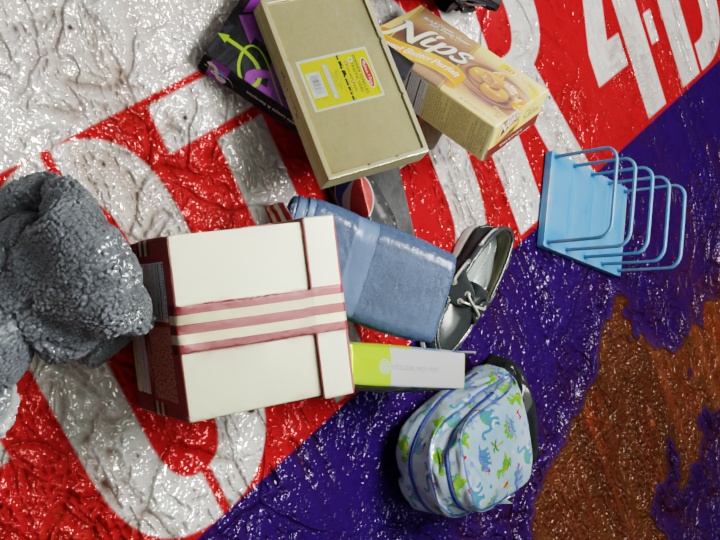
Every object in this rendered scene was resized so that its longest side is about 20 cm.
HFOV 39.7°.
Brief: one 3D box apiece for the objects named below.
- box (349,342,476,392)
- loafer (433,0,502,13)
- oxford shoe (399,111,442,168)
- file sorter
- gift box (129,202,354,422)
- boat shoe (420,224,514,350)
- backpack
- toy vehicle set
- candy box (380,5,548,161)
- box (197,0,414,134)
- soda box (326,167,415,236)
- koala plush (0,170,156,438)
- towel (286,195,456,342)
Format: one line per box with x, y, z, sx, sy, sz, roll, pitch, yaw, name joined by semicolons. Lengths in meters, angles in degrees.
0.021;0.108;1.103;0.198;0.121;0.048;9;78;-42;box
0.095;-0.353;1.248;0.198;0.072;0.064;12;99;-36;loafer
0.080;-0.193;1.228;0.200;0.070;0.075;-40;140;-38;oxford shoe
0.367;-0.082;1.438;0.198;0.122;0.141;17;77;-42;file sorter
-0.115;0.034;0.945;0.184;0.199;0.188;-7;96;-27;gift box
0.135;0.024;1.256;0.075;0.060;0.202;39;62;-34;boat shoe
0.130;0.212;1.201;0.198;0.153;0.166;-15;104;-29;backpack
-0.020;-0.195;1.033;0.123;0.026;0.203;-17;81;-26;toy vehicle set
0.104;-0.222;1.162;0.115;0.199;0.056;-35;154;-38;candy box
-0.053;-0.219;1.061;0.199;0.036;0.144;33;64;-12;box
0.006;-0.089;1.141;0.070;0.063;0.203;-22;102;-41;soda box
-0.283;0.034;0.804;0.199;0.183;0.179;-34;105;-22;koala plush
0.000;0.000;1.081;0.198;0.049;0.113;20;91;-12;towel
